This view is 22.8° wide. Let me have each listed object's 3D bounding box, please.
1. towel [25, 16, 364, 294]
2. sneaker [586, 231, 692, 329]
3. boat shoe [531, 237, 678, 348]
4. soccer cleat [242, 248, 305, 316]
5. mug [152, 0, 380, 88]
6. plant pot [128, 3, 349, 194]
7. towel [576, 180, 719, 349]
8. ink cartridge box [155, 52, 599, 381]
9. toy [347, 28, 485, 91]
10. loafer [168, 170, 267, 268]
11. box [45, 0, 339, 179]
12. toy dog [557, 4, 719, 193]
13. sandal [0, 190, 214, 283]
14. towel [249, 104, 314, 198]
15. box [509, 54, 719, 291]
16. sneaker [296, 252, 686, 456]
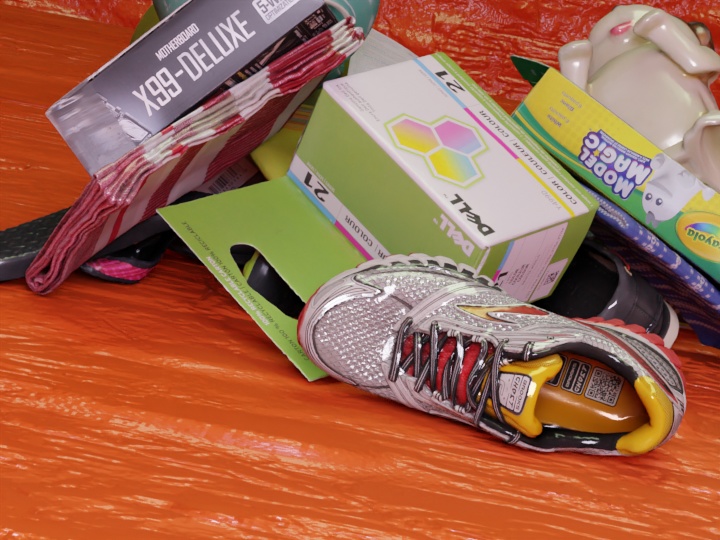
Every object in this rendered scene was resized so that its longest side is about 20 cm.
[{"bbox_3d":[-0.092,-0.063,1.010,0.200,0.023,0.144,-37,-2,-33],"label":"towel"},{"bbox_3d":[0.215,0.002,1.233,0.199,0.074,0.081,-1,-7,-19],"label":"sneaker"},{"bbox_3d":[0.116,0.002,1.138,0.063,0.074,0.201,39,-5,-36],"label":"boat shoe"},{"bbox_3d":[0.000,0.000,1.104,0.081,0.068,0.200,29,17,24],"label":"soccer cleat"},{"bbox_3d":[-0.051,-0.189,1.209,0.184,0.152,0.115,10,45,-39],"label":"mug"},{"bbox_3d":[-0.099,-0.111,1.345,0.186,0.188,0.200,10,24,-3],"label":"plant pot"},{"bbox_3d":[0.193,0.010,1.102,0.200,0.024,0.145,38,2,-27],"label":"towel"},{"bbox_3d":[0.012,-0.034,1.003,0.200,0.076,0.148,-19,56,-43],"label":"ink cartridge box"},{"bbox_3d":[0.033,-0.104,1.284,0.115,0.047,0.200,28,23,-11],"label":"toy"},{"bbox_3d":[-0.067,-0.042,1.226,0.199,0.073,0.073,1,15,-40],"label":"loafer"},{"bbox_3d":[-0.086,-0.114,1.039,0.050,0.157,0.200,53,5,1],"label":"box"},{"bbox_3d":[0.228,-0.116,1.338,0.194,0.139,0.201,35,34,-39],"label":"toy dog"},{"bbox_3d":[-0.161,-0.013,1.092,0.200,0.045,0.075,-19,22,-41],"label":"sandal"},{"bbox_3d":[-0.040,-0.076,1.155,0.086,0.018,0.200,7,19,-21],"label":"towel"},{"bbox_3d":[0.170,-0.053,1.097,0.200,0.048,0.117,43,4,22],"label":"box"},{"bbox_3d":[0.066,0.043,0.888,0.199,0.078,0.082,11,12,4],"label":"sneaker"}]
